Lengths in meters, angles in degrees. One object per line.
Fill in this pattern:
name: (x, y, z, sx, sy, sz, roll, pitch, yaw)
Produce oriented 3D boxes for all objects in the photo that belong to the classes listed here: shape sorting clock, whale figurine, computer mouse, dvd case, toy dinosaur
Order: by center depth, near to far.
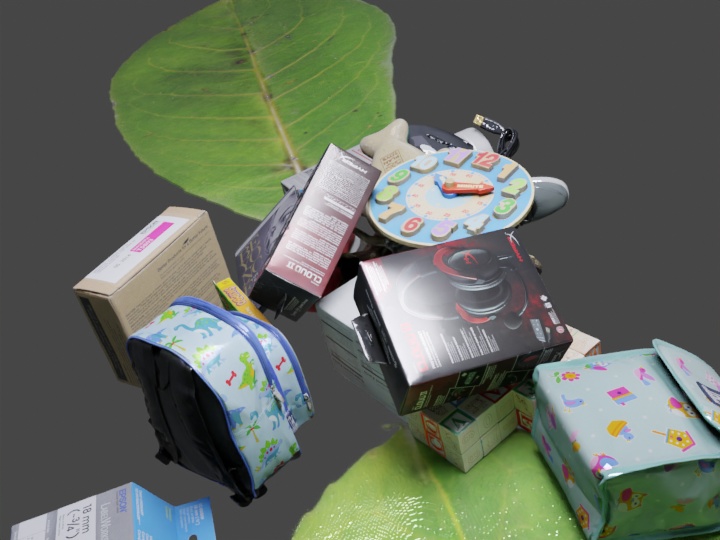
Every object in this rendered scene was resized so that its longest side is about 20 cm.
shape sorting clock: (0.107, -0.091, 1.020, 0.199, 0.039, 0.200, -5, 35, 4)
toy dinosaur: (0.073, -0.040, 1.040, 0.199, 0.048, 0.088, -5, 23, 16)
whale figurine: (0.065, -0.115, 1.176, 0.159, 0.104, 0.200, -29, 53, 10)
computer mouse: (0.133, -0.194, 1.243, 0.200, 0.046, 0.141, 21, 57, 22)
dvd case: (-0.129, -0.026, 1.248, 0.149, 0.016, 0.200, -47, 29, 17)

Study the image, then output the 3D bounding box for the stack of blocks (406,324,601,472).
stack of blocks: (0.160, 0.131, 0.943, 0.200, 0.059, 0.115, -34, 38, -26)

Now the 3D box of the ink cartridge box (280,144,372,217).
ink cartridge box: (-0.014, -0.142, 1.396, 0.200, 0.068, 0.116, -28, 36, -18)

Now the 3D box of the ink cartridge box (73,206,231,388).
ink cartridge box: (-0.269, 0.034, 1.155, 0.075, 0.165, 0.200, 10, 40, 31)

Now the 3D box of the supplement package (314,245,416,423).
supplement package: (0.076, 0.060, 1.032, 0.200, 0.111, 0.156, -32, 37, -25)

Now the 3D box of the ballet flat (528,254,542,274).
ballet flat: (0.149, -0.015, 1.153, 0.200, 0.067, 0.046, 1, 63, 30)

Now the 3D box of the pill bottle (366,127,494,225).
pill bottle: (0.102, -0.139, 1.306, 0.200, 0.114, 0.114, -25, 35, -14)

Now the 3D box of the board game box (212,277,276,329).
board game box: (-0.132, 0.084, 1.091, 0.030, 0.096, 0.200, -30, 37, -19)

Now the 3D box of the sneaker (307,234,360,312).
sneaker: (-0.054, -0.038, 1.218, 0.078, 0.116, 0.200, -7, 35, 12)

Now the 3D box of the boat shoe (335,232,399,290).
boat shoe: (0.004, -0.003, 1.162, 0.075, 0.075, 0.203, -40, 19, 34)

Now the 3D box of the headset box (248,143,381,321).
headset box: (-0.063, -0.034, 1.045, 0.075, 0.149, 0.200, 28, 70, -7)

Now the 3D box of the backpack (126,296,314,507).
backpack: (-0.158, 0.126, 0.947, 0.183, 0.200, 0.147, 15, 44, 38)

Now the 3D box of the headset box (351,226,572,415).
headset box: (0.092, 0.052, 0.883, 0.199, 0.075, 0.149, -13, 59, -14)

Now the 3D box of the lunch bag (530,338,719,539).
lunch bag: (0.284, 0.157, 0.808, 0.199, 0.122, 0.170, -9, 31, -6)

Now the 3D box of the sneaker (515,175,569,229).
sneaker: (0.203, -0.069, 1.192, 0.199, 0.084, 0.121, -14, 32, 6)

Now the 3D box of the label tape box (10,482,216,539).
label tape box: (-0.250, 0.294, 0.863, 0.200, 0.063, 0.144, -19, 35, -6)
